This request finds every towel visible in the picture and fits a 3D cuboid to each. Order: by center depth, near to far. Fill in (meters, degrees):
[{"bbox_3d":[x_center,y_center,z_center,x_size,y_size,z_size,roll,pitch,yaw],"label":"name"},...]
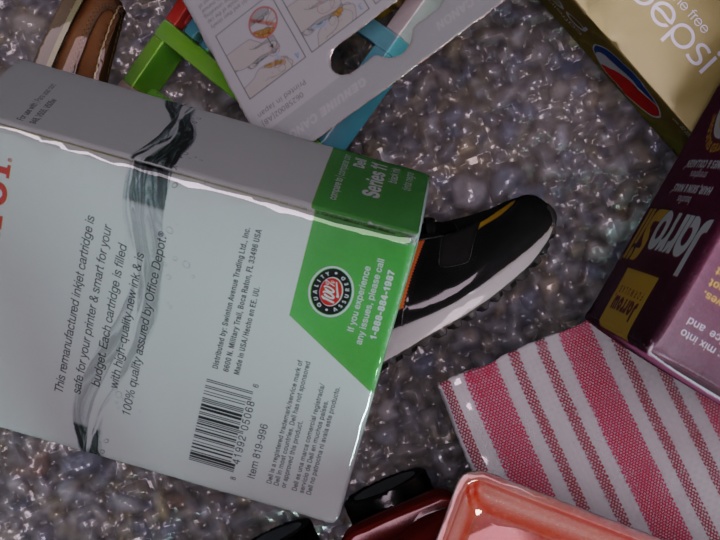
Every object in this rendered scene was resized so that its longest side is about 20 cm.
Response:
[{"bbox_3d":[0.151,0.086,0.763,0.199,0.030,0.147,-21,76,-16],"label":"towel"}]

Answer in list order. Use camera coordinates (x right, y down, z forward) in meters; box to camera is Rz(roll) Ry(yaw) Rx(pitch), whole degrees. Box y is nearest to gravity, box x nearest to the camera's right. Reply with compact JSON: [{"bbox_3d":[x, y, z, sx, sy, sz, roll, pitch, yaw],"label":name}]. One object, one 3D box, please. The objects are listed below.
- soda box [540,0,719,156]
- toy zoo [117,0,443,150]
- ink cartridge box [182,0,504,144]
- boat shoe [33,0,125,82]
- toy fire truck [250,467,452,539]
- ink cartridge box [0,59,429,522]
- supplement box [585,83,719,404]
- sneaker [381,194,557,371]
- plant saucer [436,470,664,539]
[{"bbox_3d":[0.133,-0.141,0.778,0.064,0.068,0.200,-42,92,0],"label":"soda box"},{"bbox_3d":[-0.023,-0.133,0.756,0.131,0.020,0.201,39,95,34],"label":"toy zoo"},{"bbox_3d":[-0.018,-0.171,0.736,0.162,0.057,0.201,-35,77,16],"label":"ink cartridge box"},{"bbox_3d":[-0.143,-0.041,0.777,0.067,0.072,0.202,19,103,-1],"label":"boat shoe"},{"bbox_3d":[-0.026,0.162,0.716,0.175,0.200,0.130,-23,92,0],"label":"toy fire truck"},{"bbox_3d":[-0.084,0.007,0.692,0.198,0.083,0.148,16,115,0],"label":"ink cartridge box"},{"bbox_3d":[0.201,-0.033,0.688,0.103,0.131,0.201,29,92,-6],"label":"supplement box"},{"bbox_3d":[0.000,0.000,0.777,0.199,0.070,0.090,-31,95,2],"label":"sneaker"},{"bbox_3d":[0.098,0.211,0.682,0.198,0.037,0.201,21,87,-8],"label":"plant saucer"}]
